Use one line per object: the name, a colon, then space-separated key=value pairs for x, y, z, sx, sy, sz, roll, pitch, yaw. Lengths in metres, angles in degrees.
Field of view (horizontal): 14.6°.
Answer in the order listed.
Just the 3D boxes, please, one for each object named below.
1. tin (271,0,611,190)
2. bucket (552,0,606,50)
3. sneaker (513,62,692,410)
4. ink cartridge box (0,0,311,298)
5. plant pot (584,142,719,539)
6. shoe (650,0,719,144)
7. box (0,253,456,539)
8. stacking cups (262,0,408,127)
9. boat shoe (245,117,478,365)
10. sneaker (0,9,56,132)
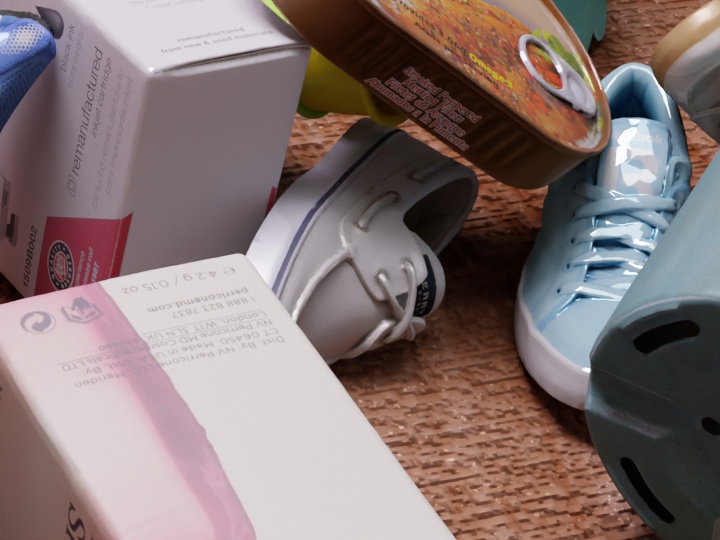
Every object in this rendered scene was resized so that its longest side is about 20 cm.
tin: x=0.026 y=-0.107 z=1.157 sx=0.200 sy=0.042 sz=0.112 roll=34 pitch=37 yaw=-34
bucket: x=0.031 y=-0.185 z=1.366 sx=0.207 sy=0.135 sz=0.207 roll=5 pitch=37 yaw=-3
sneaker: x=0.106 y=-0.021 z=1.205 sx=0.074 sy=0.082 sz=0.200 roll=5 pitch=35 yaw=0
ink cartridge box: x=-0.121 y=-0.076 z=1.176 sx=0.083 sy=0.147 sz=0.200 roll=-13 pitch=41 yaw=-37
plant pot: x=0.197 y=0.016 z=1.101 sx=0.200 sy=0.200 sz=0.196 roll=25 pitch=47 yaw=20
shoe: x=0.189 y=-0.081 z=1.262 sx=0.053 sy=0.070 sz=0.200 roll=54 pitch=16 yaw=21
box: x=-0.051 y=0.108 z=0.962 sx=0.109 sy=0.128 sz=0.200 roll=-12 pitch=41 yaw=-25
stacking cups: x=-0.068 y=-0.103 z=1.252 sx=0.200 sy=0.061 sz=0.061 roll=9 pitch=32 yaw=31
boat shoe: x=0.000 y=0.000 z=1.171 sx=0.070 sy=0.071 sz=0.200 roll=19 pitch=29 yaw=12
sneaker: x=-0.169 y=-0.008 z=1.087 sx=0.089 sy=0.200 sz=0.079 roll=30 pitch=-4 yaw=6
